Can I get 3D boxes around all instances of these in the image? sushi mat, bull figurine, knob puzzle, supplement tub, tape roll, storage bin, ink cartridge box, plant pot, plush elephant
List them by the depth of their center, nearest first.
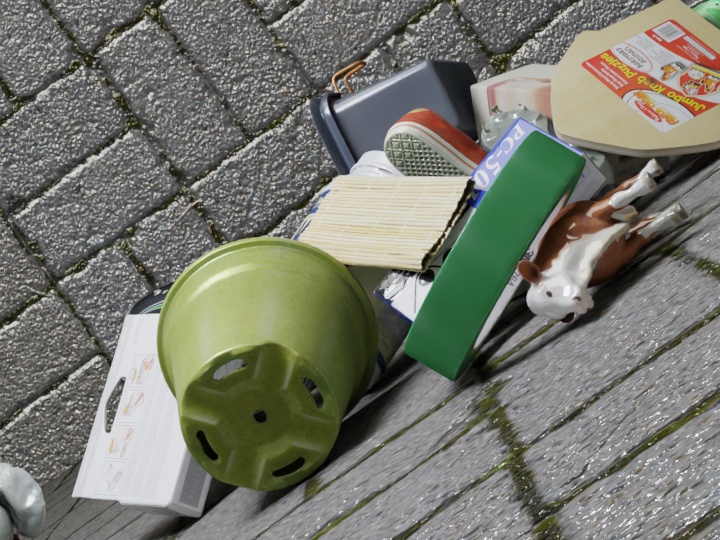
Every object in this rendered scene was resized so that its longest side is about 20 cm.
[{"bbox_3d":[0.180,-0.023,1.356,0.121,0.065,0.200,-33,5,15],"label":"bull figurine"},{"bbox_3d":[0.104,-0.011,1.399,0.200,0.048,0.200,-57,-8,-12],"label":"tape roll"},{"bbox_3d":[-0.083,0.092,1.548,0.200,0.200,0.184,-35,14,10],"label":"plant pot"},{"bbox_3d":[0.109,-0.030,1.549,0.200,0.044,0.094,-50,41,-3],"label":"ink cartridge box"},{"bbox_3d":[0.017,-0.045,1.613,0.200,0.012,0.096,5,59,54],"label":"sushi mat"},{"bbox_3d":[0.261,-0.158,1.649,0.220,0.220,0.030,-38,-38,-26],"label":"knob puzzle"},{"bbox_3d":[-0.342,0.276,1.666,0.165,0.155,0.200,-39,4,-35],"label":"plush elephant"},{"bbox_3d":[0.000,0.000,1.740,0.200,0.145,0.145,-57,10,-18],"label":"supplement tub"},{"bbox_3d":[-0.194,0.138,1.780,0.176,0.045,0.200,-5,65,51],"label":"ink cartridge box"},{"bbox_3d":[0.050,-0.163,1.895,0.134,0.146,0.200,-27,-4,18],"label":"storage bin"}]

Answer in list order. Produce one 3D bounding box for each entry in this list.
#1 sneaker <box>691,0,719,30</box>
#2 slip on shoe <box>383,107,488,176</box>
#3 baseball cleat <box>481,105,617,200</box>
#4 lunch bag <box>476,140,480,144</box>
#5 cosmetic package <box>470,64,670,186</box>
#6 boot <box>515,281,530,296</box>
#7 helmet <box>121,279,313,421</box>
[{"bbox_3d":[0.330,-0.222,1.751,0.200,0.084,0.074,-1,-8,6],"label":"sneaker"},{"bbox_3d":[0.111,-0.081,1.696,0.074,0.200,0.061,-41,16,43],"label":"slip on shoe"},{"bbox_3d":[0.178,-0.087,1.691,0.070,0.106,0.200,-32,28,-7],"label":"baseball cleat"},{"bbox_3d":[0.138,-0.075,2.016,0.170,0.124,0.200,-39,-7,-44],"label":"lunch bag"},{"bbox_3d":[0.203,-0.142,1.781,0.087,0.103,0.200,-20,16,-26],"label":"cosmetic package"},{"bbox_3d":[0.151,-0.038,1.597,0.073,0.090,0.200,-38,4,-35],"label":"boot"},{"bbox_3d":[-0.138,0.091,1.910,0.191,0.200,0.200,-14,8,11],"label":"helmet"}]
